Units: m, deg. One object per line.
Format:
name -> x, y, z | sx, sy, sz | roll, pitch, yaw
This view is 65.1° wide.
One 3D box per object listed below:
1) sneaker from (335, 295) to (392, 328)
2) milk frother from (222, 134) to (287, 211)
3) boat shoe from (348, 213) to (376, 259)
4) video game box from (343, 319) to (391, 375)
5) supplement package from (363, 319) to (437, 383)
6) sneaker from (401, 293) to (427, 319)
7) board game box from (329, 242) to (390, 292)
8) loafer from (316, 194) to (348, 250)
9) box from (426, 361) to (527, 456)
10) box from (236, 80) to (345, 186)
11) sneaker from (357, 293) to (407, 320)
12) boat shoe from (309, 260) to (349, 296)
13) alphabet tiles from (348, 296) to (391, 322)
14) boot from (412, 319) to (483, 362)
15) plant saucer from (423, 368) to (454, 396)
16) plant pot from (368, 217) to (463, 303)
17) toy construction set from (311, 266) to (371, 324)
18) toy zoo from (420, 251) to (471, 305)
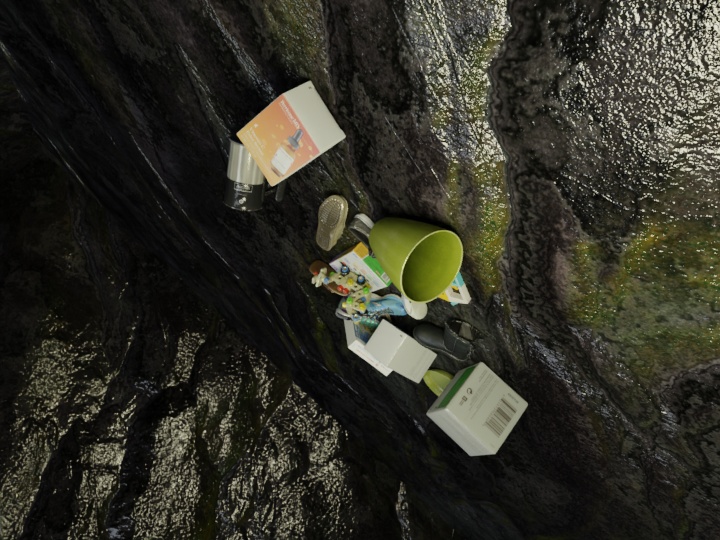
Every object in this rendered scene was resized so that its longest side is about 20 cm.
sneaker -> 0.021, 0.136, 1.885 | 0.200, 0.088, 0.074 | 17, 163, -6
milk frother -> -0.305, -0.292, 1.630 | 0.200, 0.180, 0.189 | -125, 43, -55
boat shoe -> 0.043, -0.066, 1.549 | 0.200, 0.066, 0.070 | 49, 155, -14
video game box -> 0.026, 0.244, 1.934 | 0.182, 0.047, 0.200 | 42, -164, -24
supplement package -> 0.129, 0.258, 1.796 | 0.117, 0.117, 0.200 | 33, 177, 44
sneaker -> 0.140, 0.061, 1.613 | 0.072, 0.072, 0.200 | 30, 151, 40
board game box -> 0.000, 0.000, 1.749 | 0.153, 0.040, 0.200 | 47, 155, -10
loafer -> -0.078, -0.144, 1.605 | 0.076, 0.068, 0.200 | 35, 139, 10
box -> 0.355, 0.426, 1.732 | 0.200, 0.199, 0.171 | 42, 156, 3
box -> -0.164, -0.316, 1.316 | 0.200, 0.106, 0.152 | -23, 105, 45
sneaker -> 0.068, 0.128, 1.788 | 0.200, 0.090, 0.078 | 0, 133, 42
boat shoe -> -0.091, 0.036, 1.911 | 0.200, 0.072, 0.072 | 30, 162, 37
alphabet tiles -> 0.020, 0.122, 1.948 | 0.200, 0.015, 0.196 | 21, 148, 39
boot -> 0.252, 0.190, 1.652 | 0.198, 0.073, 0.163 | 28, 155, 13
plant saucer -> 0.308, 0.407, 1.971 | 0.200, 0.031, 0.200 | 33, 153, 19
plant pot -> 0.113, -0.049, 1.376 | 0.200, 0.187, 0.187 | 38, 160, 46
toy construction set -> -0.048, 0.058, 1.706 | 0.200, 0.131, 0.092 | 38, 155, 9
toy zoo -> 0.216, 0.021, 1.492 | 0.131, 0.020, 0.200 | 15, 144, 45
